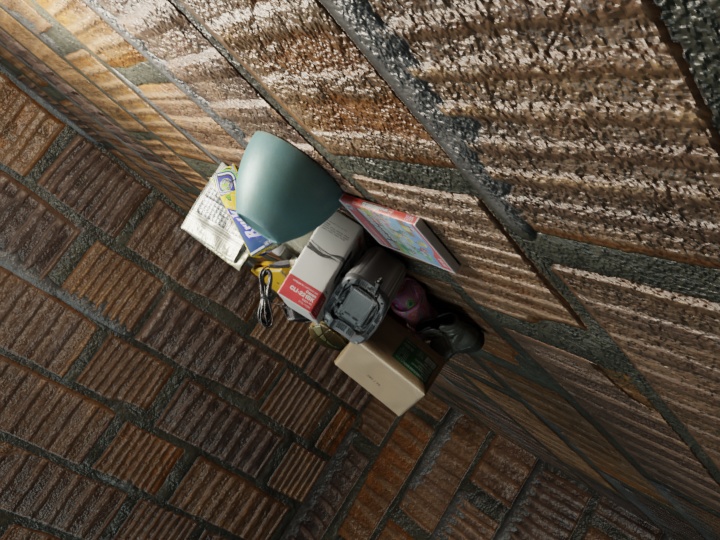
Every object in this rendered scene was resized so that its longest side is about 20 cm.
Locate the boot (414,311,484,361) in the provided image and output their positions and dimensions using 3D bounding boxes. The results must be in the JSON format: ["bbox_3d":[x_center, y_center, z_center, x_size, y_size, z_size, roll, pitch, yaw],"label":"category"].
[{"bbox_3d":[0.163,0.148,1.415,0.130,0.069,0.199,31,137,-32],"label":"boot"}]

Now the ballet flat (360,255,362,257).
[{"bbox_3d":[0.000,0.000,1.470,0.199,0.068,0.068,30,176,33],"label":"ballet flat"}]

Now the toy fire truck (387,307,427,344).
[{"bbox_3d":[0.084,0.130,1.564,0.196,0.131,0.177,7,154,3],"label":"toy fire truck"}]

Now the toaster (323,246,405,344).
[{"bbox_3d":[0.014,0.042,1.294,0.113,0.130,0.201,32,134,4],"label":"toaster"}]

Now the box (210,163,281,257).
[{"bbox_3d":[-0.254,-0.131,1.434,0.202,0.064,0.070,61,-174,5],"label":"box"}]

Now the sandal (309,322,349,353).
[{"bbox_3d":[-0.049,0.160,1.559,0.080,0.055,0.199,-19,143,37],"label":"sandal"}]

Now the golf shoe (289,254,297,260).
[{"bbox_3d":[-0.088,0.023,1.546,0.198,0.092,0.076,32,-156,-6],"label":"golf shoe"}]

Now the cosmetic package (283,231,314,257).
[{"bbox_3d":[-0.130,-0.090,1.418,0.102,0.088,0.200,27,167,27],"label":"cosmetic package"}]

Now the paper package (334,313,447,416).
[{"bbox_3d":[0.062,0.204,1.429,0.199,0.104,0.191,38,150,4],"label":"paper package"}]

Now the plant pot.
[{"bbox_3d":[-0.145,-0.129,1.145,0.199,0.136,0.200,33,170,6],"label":"plant pot"}]

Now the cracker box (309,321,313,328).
[{"bbox_3d":[-0.048,0.097,1.705,0.057,0.135,0.200,31,-167,16],"label":"cracker box"}]

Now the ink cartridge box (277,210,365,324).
[{"bbox_3d":[-0.073,-0.007,1.299,0.083,0.202,0.144,29,170,9],"label":"ink cartridge box"}]

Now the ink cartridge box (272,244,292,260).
[{"bbox_3d":[-0.210,-0.091,1.611,0.145,0.087,0.200,32,-179,12],"label":"ink cartridge box"}]

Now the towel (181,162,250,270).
[{"bbox_3d":[-0.303,-0.129,1.511,0.199,0.194,0.035,33,176,13],"label":"towel"}]

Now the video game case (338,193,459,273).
[{"bbox_3d":[0.064,-0.065,1.091,0.199,0.018,0.143,24,165,47],"label":"video game case"}]

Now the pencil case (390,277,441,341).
[{"bbox_3d":[0.129,0.090,1.435,0.087,0.088,0.200,28,169,33],"label":"pencil case"}]

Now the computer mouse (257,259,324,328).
[{"bbox_3d":[-0.126,0.046,1.388,0.196,0.143,0.046,-5,173,-7],"label":"computer mouse"}]

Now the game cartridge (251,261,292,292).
[{"bbox_3d":[-0.147,0.050,1.511,0.200,0.033,0.175,41,161,-26],"label":"game cartridge"}]
